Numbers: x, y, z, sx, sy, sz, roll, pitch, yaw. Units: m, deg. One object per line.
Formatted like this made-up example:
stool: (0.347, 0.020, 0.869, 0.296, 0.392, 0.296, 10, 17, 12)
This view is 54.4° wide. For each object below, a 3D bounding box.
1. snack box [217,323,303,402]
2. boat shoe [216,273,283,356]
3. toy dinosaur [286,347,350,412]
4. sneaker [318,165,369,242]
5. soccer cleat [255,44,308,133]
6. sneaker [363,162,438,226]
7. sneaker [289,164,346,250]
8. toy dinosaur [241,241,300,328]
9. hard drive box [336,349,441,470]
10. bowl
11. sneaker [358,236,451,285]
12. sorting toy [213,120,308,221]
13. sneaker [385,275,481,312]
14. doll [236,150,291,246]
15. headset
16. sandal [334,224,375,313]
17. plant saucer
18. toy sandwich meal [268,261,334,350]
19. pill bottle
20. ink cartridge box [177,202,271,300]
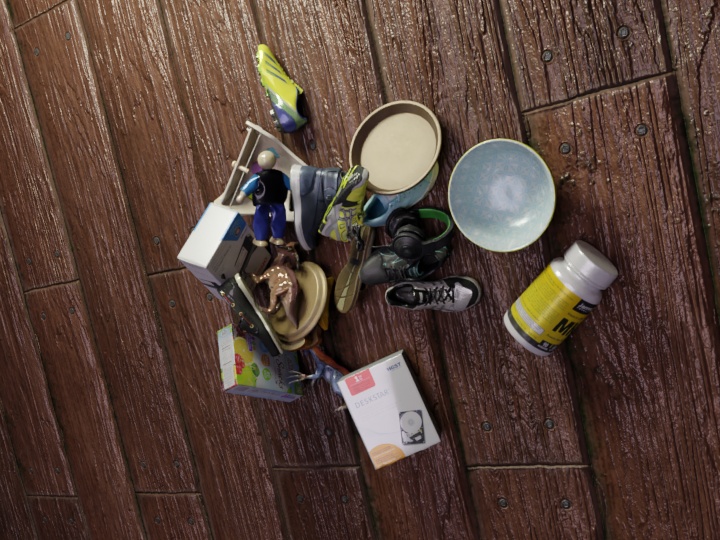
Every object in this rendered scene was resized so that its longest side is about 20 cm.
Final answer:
snack box: (-0.222, 0.208, 1.561, 0.053, 0.199, 0.143, -28, 59, 31)
boat shoe: (-0.234, 0.105, 1.507, 0.063, 0.074, 0.202, -33, 104, -3)
toy dinosaur: (-0.066, 0.228, 1.597, 0.198, 0.105, 0.183, -19, 80, -3)
sneaker: (-0.017, -0.131, 1.390, 0.076, 0.076, 0.200, 25, 143, -8)
soccer cleat: (-0.170, -0.397, 1.517, 0.083, 0.065, 0.202, -19, 87, 1)
sneaker: (0.076, -0.153, 1.409, 0.074, 0.082, 0.200, 48, 119, 11)
sneaker: (-0.068, -0.129, 1.498, 0.145, 0.077, 0.204, 2, 127, 7)
toy dinosaur: (-0.165, 0.021, 1.524, 0.135, 0.086, 0.201, -35, 58, 8)
hard drive box: (0.062, 0.293, 1.487, 0.155, 0.077, 0.201, -26, 88, 7)
bowl: (0.271, -0.141, 1.287, 0.198, 0.107, 0.202, 6, 103, 27)
sneaker: (0.085, -0.012, 1.409, 0.198, 0.079, 0.076, -21, 114, 18)
sorting toy: (-0.197, -0.200, 1.548, 0.179, 0.107, 0.201, 29, 108, 6)
sneaker: (0.143, 0.055, 1.414, 0.198, 0.087, 0.076, -4, 97, 28)
doll: (-0.201, -0.154, 1.498, 0.048, 0.135, 0.202, -144, 52, -58)
headset: (0.084, -0.081, 1.367, 0.198, 0.124, 0.095, -16, 129, -1)
sandal: (0.000, 0.000, 1.500, 0.080, 0.054, 0.202, 30, 104, 56)
plant saucer: (0.071, -0.239, 1.383, 0.198, 0.029, 0.202, -8, 71, 25)
toy sandwich meal: (-0.128, 0.082, 1.569, 0.204, 0.070, 0.207, -21, 58, 37)
pill bottle: (0.364, 0.050, 1.273, 0.114, 0.114, 0.201, 43, 118, 14)
ink cartridge box: (-0.295, -0.030, 1.552, 0.084, 0.200, 0.146, 18, 69, 24)
